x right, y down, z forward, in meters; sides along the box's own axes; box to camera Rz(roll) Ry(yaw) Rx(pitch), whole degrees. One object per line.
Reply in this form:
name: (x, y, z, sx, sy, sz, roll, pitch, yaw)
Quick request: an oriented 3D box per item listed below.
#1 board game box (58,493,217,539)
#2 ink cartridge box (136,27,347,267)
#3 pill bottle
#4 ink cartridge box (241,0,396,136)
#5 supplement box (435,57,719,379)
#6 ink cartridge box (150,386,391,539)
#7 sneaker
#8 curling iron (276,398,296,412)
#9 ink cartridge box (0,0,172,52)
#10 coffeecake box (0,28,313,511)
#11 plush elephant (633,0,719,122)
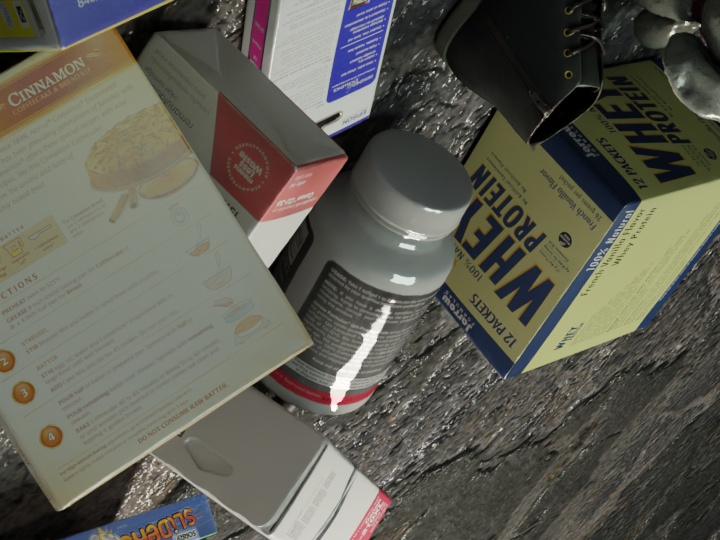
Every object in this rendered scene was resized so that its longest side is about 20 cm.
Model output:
board game box: (-0.226, 0.225, 1.287, 0.199, 0.035, 0.135, -12, 169, -46)
ink cartridge box: (-0.114, -0.026, 0.972, 0.200, 0.116, 0.067, -53, 165, 25)
pill bottle: (0.000, 0.000, 1.200, 0.110, 0.111, 0.201, -15, 146, -44)
ink cartridge box: (-0.023, -0.149, 1.004, 0.094, 0.037, 0.201, -28, 151, -28)
supplement box: (0.180, -0.045, 1.356, 0.199, 0.134, 0.201, -16, 146, -43)
ink cartridge box: (-0.074, 0.150, 1.290, 0.085, 0.144, 0.200, -55, 157, -9)
sneaker: (0.145, -0.183, 1.104, 0.075, 0.106, 0.200, -4, 138, -52)
curling iron: (-0.043, 0.074, 1.375, 0.049, 0.026, 0.200, 3, 140, -28)
ink cartridge box: (-0.072, -0.154, 0.764, 0.197, 0.200, 0.047, -29, 111, -22)
coffeecake box: (-0.144, -0.003, 0.865, 0.153, 0.201, 0.073, -32, 180, -15)
plush elephant: (0.266, -0.198, 1.191, 0.199, 0.155, 0.165, -9, 141, -50)
